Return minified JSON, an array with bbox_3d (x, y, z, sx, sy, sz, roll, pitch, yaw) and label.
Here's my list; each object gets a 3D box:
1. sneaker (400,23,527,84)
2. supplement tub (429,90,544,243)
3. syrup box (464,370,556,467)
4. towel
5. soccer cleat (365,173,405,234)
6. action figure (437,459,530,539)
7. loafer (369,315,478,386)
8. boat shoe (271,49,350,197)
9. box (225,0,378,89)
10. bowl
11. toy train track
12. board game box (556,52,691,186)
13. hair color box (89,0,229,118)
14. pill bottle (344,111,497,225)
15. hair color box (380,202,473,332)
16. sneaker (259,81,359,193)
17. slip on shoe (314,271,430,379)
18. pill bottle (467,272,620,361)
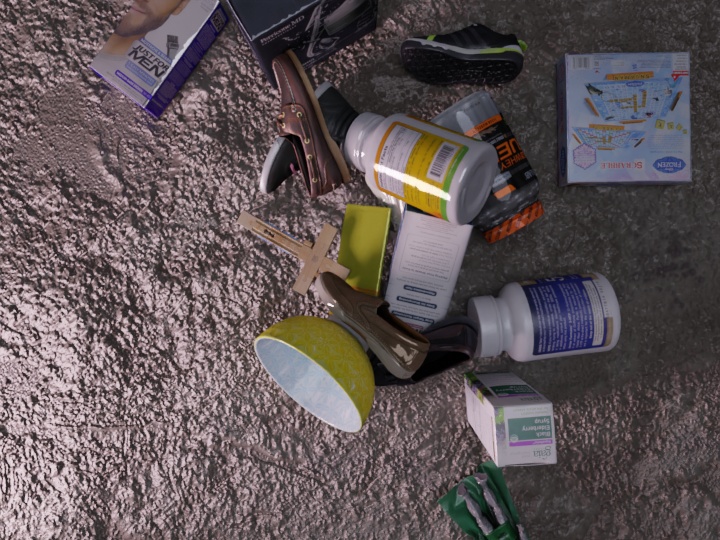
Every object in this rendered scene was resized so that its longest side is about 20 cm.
[{"bbox_3d":[0.161,-0.345,0.840,0.197,0.072,0.084,7,66,-1],"label":"sneaker"},{"bbox_3d":[0.186,-0.152,0.801,0.121,0.123,0.202,-30,90,0],"label":"supplement tub"},{"bbox_3d":[0.207,0.204,0.762,0.077,0.200,0.083,-5,90,1],"label":"syrup box"},{"bbox_3d":[0.000,0.000,0.830,0.085,0.018,0.203,10,93,32],"label":"towel"},{"bbox_3d":[0.074,-0.077,0.830,0.200,0.069,0.078,42,94,-3],"label":"soccer cleat"},{"bbox_3d":[0.222,0.416,0.839,0.117,0.055,0.202,-32,94,-3],"label":"action figure"},{"bbox_3d":[0.085,0.133,0.787,0.199,0.063,0.072,-32,119,30],"label":"loafer"},{"bbox_3d":[-0.083,-0.204,0.755,0.070,0.070,0.202,-25,101,-8],"label":"boat shoe"},{"bbox_3d":[-0.084,-0.390,0.763,0.198,0.197,0.125,-30,90,0],"label":"box"},{"bbox_3d":[-0.048,0.131,0.787,0.200,0.200,0.108,42,60,0],"label":"bowl"},{"bbox_3d":[-0.104,-0.038,0.846,0.198,0.033,0.116,29,93,8],"label":"toy train track"},{"bbox_3d":[0.414,-0.237,0.841,0.197,0.041,0.203,0,90,0],"label":"board game box"},{"bbox_3d":[-0.310,-0.357,0.830,0.109,0.065,0.201,35,88,0],"label":"hair color box"},{"bbox_3d":[0.077,-0.149,0.734,0.199,0.111,0.112,29,90,29],"label":"pill bottle"},{"bbox_3d":[0.092,0.005,0.794,0.098,0.061,0.203,13,115,0],"label":"hair color box"},{"bbox_3d":[-0.070,-0.186,0.825,0.099,0.071,0.201,35,86,5],"label":"sneaker"},{"bbox_3d":[0.016,0.062,0.759,0.200,0.076,0.061,47,114,25],"label":"slip on shoe"},{"bbox_3d":[0.269,0.073,0.802,0.197,0.120,0.122,-7,90,-1],"label":"pill bottle"}]
